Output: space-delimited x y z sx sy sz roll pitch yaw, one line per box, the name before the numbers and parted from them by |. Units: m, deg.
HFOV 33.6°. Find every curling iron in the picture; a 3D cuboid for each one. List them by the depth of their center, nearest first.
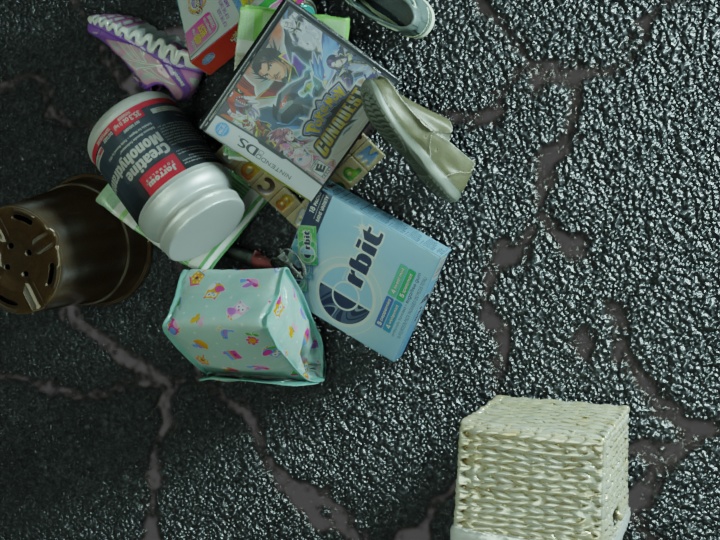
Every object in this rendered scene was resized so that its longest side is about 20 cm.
curling iron | -0.145 -0.021 1.654 0.199 0.026 0.050 16 141 46

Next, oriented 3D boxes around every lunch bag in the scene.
lunch bag | -0.150 0.093 1.639 0.169 0.123 0.200 0 143 22

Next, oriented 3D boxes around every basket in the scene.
basket | 0.230 0.256 1.500 0.199 0.198 0.162 2 96 22

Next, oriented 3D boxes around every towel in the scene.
towel | -0.096 -0.237 1.550 0.148 0.031 0.201 5 110 -11
towel | -0.251 -0.102 1.679 0.199 0.023 0.153 35 78 13

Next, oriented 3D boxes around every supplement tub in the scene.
supplement tub | -0.261 -0.127 1.604 0.140 0.140 0.200 -46 71 22

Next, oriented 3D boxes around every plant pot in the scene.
plant pot | -0.433 -0.029 1.708 0.199 0.198 0.202 4 102 20

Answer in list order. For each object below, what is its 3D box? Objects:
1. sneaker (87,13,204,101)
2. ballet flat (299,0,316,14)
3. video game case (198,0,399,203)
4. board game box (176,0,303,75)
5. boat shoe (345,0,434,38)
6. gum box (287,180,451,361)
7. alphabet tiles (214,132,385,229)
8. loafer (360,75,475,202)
sneaker | -0.303 -0.298 1.677 0.199 0.080 0.089 26 115 15
ballet flat | -0.096 -0.274 1.608 0.064 0.067 0.201 35 125 47
video game case | -0.079 -0.215 1.531 0.180 0.026 0.200 33 103 -18
board game box | -0.154 -0.376 1.579 0.199 0.040 0.154 -33 53 24
boat shoe | 0.008 -0.372 1.544 0.200 0.062 0.073 40 111 10
gum box | 0.000 0.000 1.615 0.199 0.045 0.171 31 116 15
alphabet tiles | -0.094 -0.167 1.608 0.200 0.008 0.167 42 113 -16
loafer | 0.076 -0.178 1.528 0.070 0.075 0.200 -45 115 -8
